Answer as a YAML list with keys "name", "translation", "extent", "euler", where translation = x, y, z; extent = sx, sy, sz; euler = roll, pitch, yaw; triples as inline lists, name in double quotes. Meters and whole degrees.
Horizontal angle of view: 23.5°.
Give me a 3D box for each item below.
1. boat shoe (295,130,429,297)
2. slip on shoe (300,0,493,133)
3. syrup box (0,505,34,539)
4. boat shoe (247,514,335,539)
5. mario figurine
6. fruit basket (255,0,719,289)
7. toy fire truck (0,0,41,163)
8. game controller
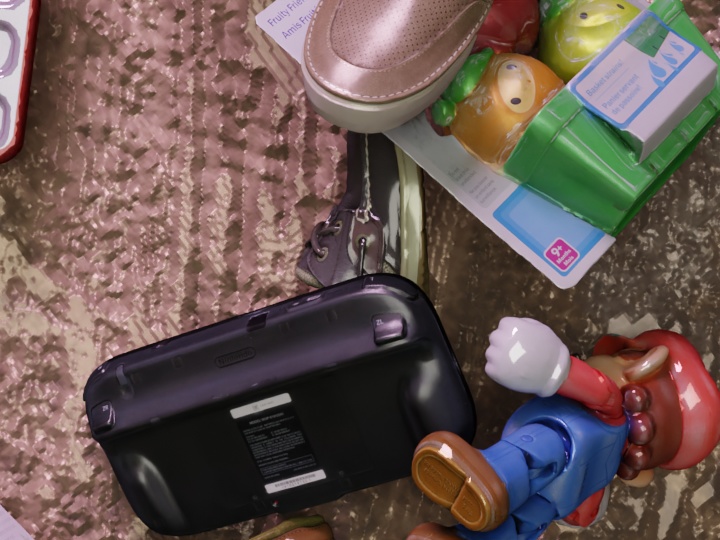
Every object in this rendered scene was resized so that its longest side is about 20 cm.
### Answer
- name: "boat shoe"
  translation: [0.000, 0.001, 0.887]
  extent: [0.066, 0.072, 0.202]
  euler: [-4, 93, -6]
- name: "slip on shoe"
  translation: [0.037, -0.148, 0.805]
  extent: [0.076, 0.061, 0.200]
  euler: [29, 59, 19]
- name: "syrup box"
  translation: [-0.254, 0.106, 0.877]
  extent: [0.079, 0.081, 0.200]
  euler: [-43, 89, -3]
- name: "boat shoe"
  translation: [-0.106, 0.172, 0.887]
  extent: [0.199, 0.072, 0.068]
  euler: [-11, 85, -10]
- name: "mario figurine"
  translation: [0.091, 0.080, 0.853]
  extent: [0.200, 0.123, 0.106]
  euler: [-24, 76, -42]
- name: "fruit basket"
  translation: [0.079, -0.110, 0.856]
  extent: [0.200, 0.094, 0.185]
  euler: [45, 56, 4]
- name: "toy fire truck"
  translation: [-0.238, -0.161, 0.872]
  extent: [0.167, 0.112, 0.201]
  euler: [8, 89, -6]
- name: "game controller"
  translation: [-0.043, 0.071, 0.867]
  extent: [0.199, 0.042, 0.105]
  euler: [-18, 113, 23]
